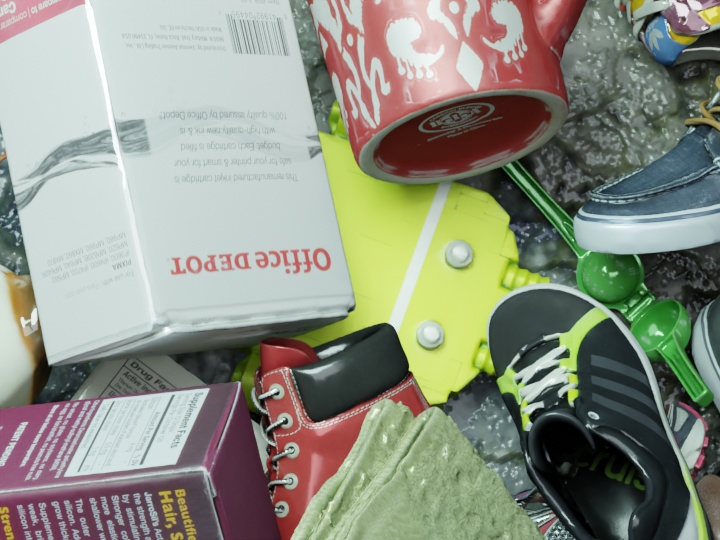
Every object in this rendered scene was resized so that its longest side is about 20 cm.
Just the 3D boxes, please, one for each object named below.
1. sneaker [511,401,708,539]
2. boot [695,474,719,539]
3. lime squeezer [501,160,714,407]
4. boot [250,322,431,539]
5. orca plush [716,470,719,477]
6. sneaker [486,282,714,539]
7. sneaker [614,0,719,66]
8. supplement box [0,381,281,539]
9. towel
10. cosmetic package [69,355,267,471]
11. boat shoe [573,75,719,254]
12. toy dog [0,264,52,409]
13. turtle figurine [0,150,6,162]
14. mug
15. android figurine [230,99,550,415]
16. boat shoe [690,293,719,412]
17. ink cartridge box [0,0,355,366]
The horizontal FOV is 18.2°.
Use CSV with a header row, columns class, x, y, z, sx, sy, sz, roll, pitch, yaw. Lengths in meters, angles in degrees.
class,x,y,z,sx,sy,sz,roll,pitch,yaw
sneaker,0.097,0.136,1.139,0.200,0.081,0.075,-41,79,-9
boot,0.231,0.132,1.055,0.200,0.064,0.187,26,81,37
lime squeezer,0.133,0.012,1.176,0.038,0.071,0.200,-52,51,22
boot,-0.046,0.116,1.077,0.200,0.072,0.144,-34,104,-9
orca plush,0.205,0.196,1.157,0.105,0.071,0.200,-15,84,-52
sneaker,0.109,0.071,1.077,0.072,0.083,0.200,-39,50,12
sneaker,0.158,-0.162,1.201,0.200,0.075,0.090,22,74,1
supplement box,-0.142,0.126,1.004,0.200,0.086,0.111,-7,114,12
towel,0.045,0.170,1.030,0.200,0.036,0.148,49,51,-15
cosmetic package,-0.136,0.140,1.125,0.103,0.073,0.200,37,79,4
boat shoe,0.195,-0.073,1.154,0.200,0.071,0.091,-17,108,-18
toy dog,-0.228,-0.006,1.091,0.139,0.194,0.200,-38,84,-22
turtle figurine,-0.185,-0.167,1.184,0.161,0.064,0.200,30,87,10
mug,0.041,-0.165,1.122,0.133,0.177,0.200,5,64,-42
android figurine,0.000,0.000,1.179,0.200,0.041,0.182,21,79,2
boat shoe,0.229,0.086,1.127,0.069,0.057,0.200,-11,58,-27
ink cartridge box,-0.093,-0.061,1.085,0.146,0.085,0.200,-4,78,-50
